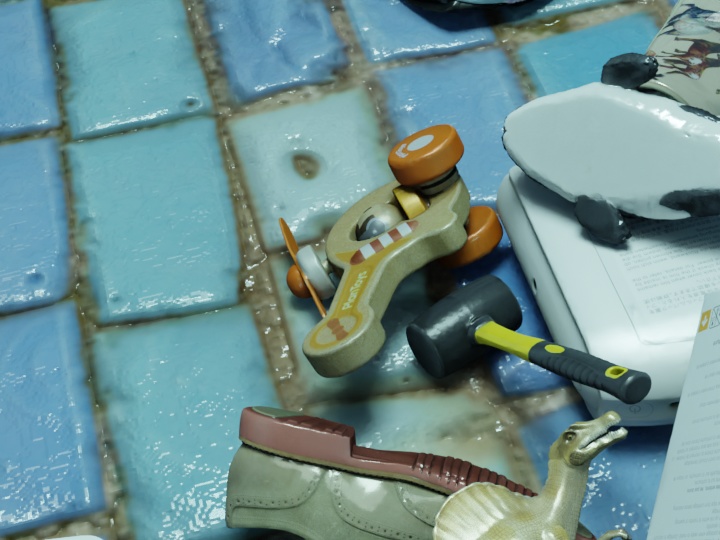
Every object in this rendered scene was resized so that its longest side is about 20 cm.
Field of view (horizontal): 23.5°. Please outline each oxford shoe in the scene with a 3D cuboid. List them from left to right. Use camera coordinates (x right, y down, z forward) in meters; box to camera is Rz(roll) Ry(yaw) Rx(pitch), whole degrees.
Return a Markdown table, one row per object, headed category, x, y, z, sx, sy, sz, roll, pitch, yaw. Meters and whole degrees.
| category | x | y | z | sx | sy | sz | roll | pitch | yaw |
| --- | --- | --- | --- | --- | --- | --- | --- | --- | --- |
| oxford shoe | 0.024 | 0.133 | 0.917 | 0.199 | 0.070 | 0.075 | 17 | 92 | 11 |

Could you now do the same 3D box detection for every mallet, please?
| category | x | y | z | sx | sy | sz | roll | pitch | yaw |
| --- | --- | --- | --- | --- | --- | --- | --- | --- | --- |
| mallet | 0.086 | 0.049 | 0.949 | 0.066 | 0.041 | 0.200 | -29 | 20 | -11 |

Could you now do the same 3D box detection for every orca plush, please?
| category | x | y | z | sx | sy | sz | roll | pitch | yaw |
| --- | --- | --- | --- | --- | --- | --- | --- | --- | --- |
| orca plush | 0.184 | -0.073 | 0.989 | 0.199 | 0.106 | 0.071 | -10 | -3 | 33 |

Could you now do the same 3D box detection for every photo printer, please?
| category | x | y | z | sx | sy | sz | roll | pitch | yaw |
| --- | --- | --- | --- | --- | --- | --- | --- | --- | --- |
| photo printer | 0.185 | 0.003 | 1.013 | 0.166 | 0.070 | 0.200 | -14 | 44 | -5 |

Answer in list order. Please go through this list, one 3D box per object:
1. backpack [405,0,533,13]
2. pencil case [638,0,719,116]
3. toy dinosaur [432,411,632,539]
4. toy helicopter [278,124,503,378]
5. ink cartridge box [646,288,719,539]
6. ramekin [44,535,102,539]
| category | x | y | z | sx | sy | sz | roll | pitch | yaw |
| --- | --- | --- | --- | --- | --- | --- | --- | --- | --- |
| backpack | 0.069 | -0.281 | 1.295 | 0.166 | 0.127 | 0.200 | -19 | 47 | -16 |
| pencil case | 0.227 | -0.143 | 1.155 | 0.089 | 0.078 | 0.200 | 30 | 53 | 12 |
| toy dinosaur | 0.069 | 0.156 | 0.846 | 0.200 | 0.058 | 0.101 | -39 | 81 | -24 |
| toy helicopter | 0.000 | 0.000 | 1.036 | 0.132 | 0.079 | 0.200 | -16 | 26 | 25 |
| ink cartridge box | 0.204 | 0.091 | 0.813 | 0.047 | 0.198 | 0.201 | 19 | 74 | -16 |
| ramekin | -0.139 | 0.212 | 0.752 | 0.097 | 0.201 | 0.201 | -11 | 42 | -14 |
